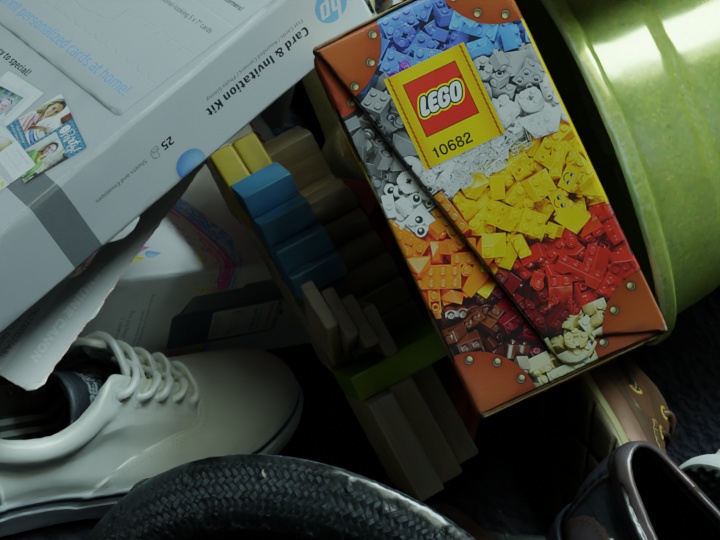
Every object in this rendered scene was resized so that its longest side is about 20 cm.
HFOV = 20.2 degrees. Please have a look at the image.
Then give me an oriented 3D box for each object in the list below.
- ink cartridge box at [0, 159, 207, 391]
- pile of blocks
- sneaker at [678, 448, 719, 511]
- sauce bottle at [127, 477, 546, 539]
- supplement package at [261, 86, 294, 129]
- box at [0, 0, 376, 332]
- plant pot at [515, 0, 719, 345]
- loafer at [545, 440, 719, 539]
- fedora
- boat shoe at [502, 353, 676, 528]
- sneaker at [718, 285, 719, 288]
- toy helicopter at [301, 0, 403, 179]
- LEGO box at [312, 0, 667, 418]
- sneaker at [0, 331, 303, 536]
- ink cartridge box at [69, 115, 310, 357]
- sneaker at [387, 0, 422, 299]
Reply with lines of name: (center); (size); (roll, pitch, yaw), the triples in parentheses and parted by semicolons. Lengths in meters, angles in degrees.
ink cartridge box: (-0.158, -0.040, 0.851); (0.200, 0.050, 0.161); (25, 69, 25)
pile of blocks: (0.000, 0.000, 0.850); (0.062, 0.082, 0.200); (-29, 73, -9)
sneaker: (0.223, 0.128, 0.822); (0.200, 0.074, 0.080); (39, 38, 19)
sauce bottle: (0.002, 0.122, 0.830); (0.200, 0.065, 0.065); (5, 42, -19)
supplement package: (-0.076, -0.191, 1.013); (0.121, 0.120, 0.200); (13, 78, 6)
box: (-0.117, -0.078, 0.793); (0.200, 0.041, 0.156); (-42, 45, -11)
plant pot: (0.178, -0.092, 0.936); (0.184, 0.200, 0.200); (-22, 51, -4)
loafer: (0.151, 0.148, 0.768); (0.072, 0.063, 0.200); (-20, 55, -41)
fedora: (-0.008, 0.141, 0.729); (0.201, 0.201, 0.092); (25, 23, 2)
boat shoe: (0.115, 0.073, 0.935); (0.068, 0.072, 0.200); (0, 41, -25)
sneaker: (0.269, -0.043, 1.115); (0.201, 0.108, 0.067); (1, 45, -26)
toy helicopter: (-0.013, -0.118, 1.107); (0.132, 0.079, 0.200); (4, 53, -35)
LEGO box: (0.056, -0.027, 0.815); (0.200, 0.077, 0.149); (8, 57, -84)
sneaker: (-0.102, 0.061, 0.841); (0.200, 0.071, 0.073); (-14, 52, -37)
ink cartridge box: (-0.087, -0.019, 0.943); (0.200, 0.067, 0.117); (-8, 48, -33)
sneaker: (0.035, -0.073, 1.014); (0.076, 0.116, 0.200); (-16, 24, 16)
